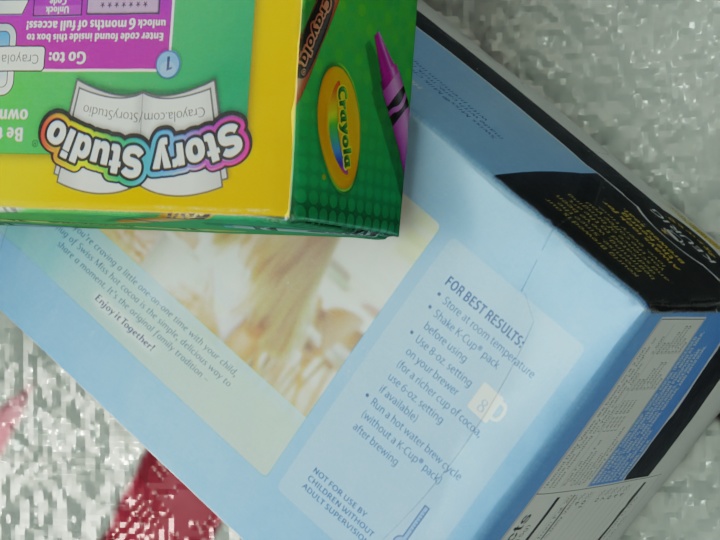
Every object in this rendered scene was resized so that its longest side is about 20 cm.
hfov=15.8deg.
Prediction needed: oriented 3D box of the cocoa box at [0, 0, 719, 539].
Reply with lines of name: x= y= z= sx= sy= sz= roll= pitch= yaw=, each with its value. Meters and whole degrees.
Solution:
cocoa box: x=0.000 y=0.000 z=0.774 sx=0.200 sy=0.131 sz=0.133 roll=41 pitch=107 yaw=21

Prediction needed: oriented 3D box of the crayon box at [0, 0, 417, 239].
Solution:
crayon box: x=-0.084 y=-0.071 z=0.711 sx=0.200 sy=0.058 sz=0.119 roll=3 pitch=87 yaw=29
